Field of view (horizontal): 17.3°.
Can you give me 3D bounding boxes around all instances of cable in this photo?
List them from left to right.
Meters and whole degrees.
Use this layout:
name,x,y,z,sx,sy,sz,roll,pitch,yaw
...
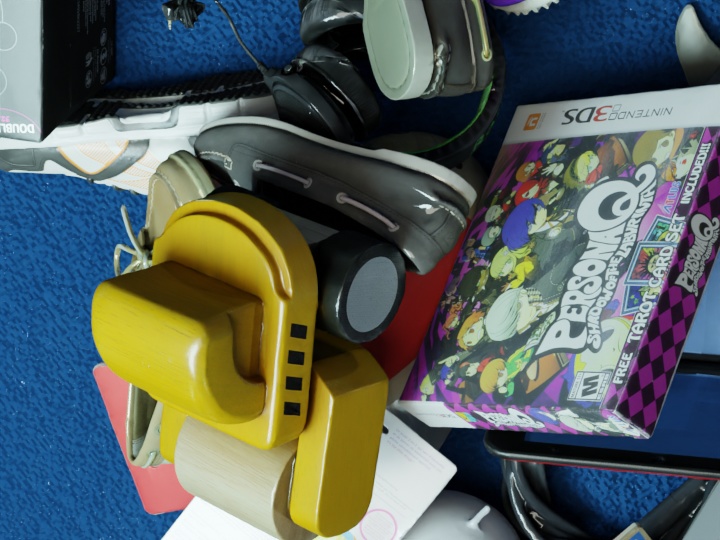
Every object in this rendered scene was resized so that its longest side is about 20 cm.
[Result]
name,x,y,z,sx,sy,sz,roll,pitch,yaw
cable,0.170,0.110,1.460,0.163,0.051,0.201,18,113,4

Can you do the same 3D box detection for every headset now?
name,x,y,z,sx,sy,sz,roll,pitch,yaw
headset,-0.014,-0.129,1.358,0.199,0.124,0.094,16,161,5

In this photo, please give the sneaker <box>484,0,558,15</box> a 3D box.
name,x,y,z,sx,sy,sz,roll,pitch,yaw
sneaker,0.101,-0.217,1.283,0.099,0.070,0.200,28,146,-16

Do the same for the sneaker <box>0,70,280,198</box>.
name,x,y,z,sx,sy,sz,roll,pitch,yaw
sneaker,-0.137,-0.070,1.460,0.199,0.074,0.080,-3,114,19

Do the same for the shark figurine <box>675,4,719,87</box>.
name,x,y,z,sx,sy,sz,roll,pitch,yaw
shark figurine,0.213,-0.125,1.318,0.128,0.090,0.215,13,118,10

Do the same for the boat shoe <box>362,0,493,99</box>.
name,x,y,z,sx,sy,sz,roll,pitch,yaw
boat shoe,0.030,-0.193,1.334,0.072,0.060,0.202,149,115,-62

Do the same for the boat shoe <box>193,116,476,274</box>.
name,x,y,z,sx,sy,sz,roll,pitch,yaw
boat shoe,-0.027,-0.042,1.333,0.200,0.057,0.067,13,158,38

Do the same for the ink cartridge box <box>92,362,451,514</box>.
name,x,y,z,sx,sy,sz,roll,pitch,yaw
ink cartridge box,-0.056,0.080,1.502,0.199,0.067,0.117,-11,108,22

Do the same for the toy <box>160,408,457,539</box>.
name,x,y,z,sx,sy,sz,roll,pitch,yaw
toy,-0.044,0.158,1.456,0.115,0.047,0.200,38,98,2

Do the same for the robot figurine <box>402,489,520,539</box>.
name,x,y,z,sx,sy,sz,roll,pitch,yaw
robot figurine,0.047,0.224,1.506,0.169,0.113,0.201,13,118,21

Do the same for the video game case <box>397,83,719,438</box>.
name,x,y,z,sx,sy,sz,roll,pitch,yaw
video game case,0.121,-0.006,1.301,0.036,0.200,0.181,34,160,-32

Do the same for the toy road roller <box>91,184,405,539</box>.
name,x,y,z,sx,sy,sz,roll,pitch,yaw
toy road roller,-0.072,0.056,1.280,0.123,0.146,0.201,22,116,36

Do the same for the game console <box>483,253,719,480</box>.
name,x,y,z,sx,sy,sz,roll,pitch,yaw
game console,0.182,0.030,1.341,0.199,0.119,0.173,5,86,14

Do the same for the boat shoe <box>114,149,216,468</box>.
name,x,y,z,sx,sy,sz,roll,pitch,yaw
boat shoe,-0.111,0.027,1.410,0.063,0.073,0.201,-13,114,-24

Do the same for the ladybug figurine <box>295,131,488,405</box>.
name,x,y,z,sx,sy,sz,roll,pitch,yaw
ladybug figurine,0.000,0.000,1.392,0.135,0.072,0.200,25,77,25

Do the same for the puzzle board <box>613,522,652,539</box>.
name,x,y,z,sx,sy,sz,roll,pitch,yaw
puzzle board,0.126,0.258,1.467,0.200,0.017,0.151,-41,129,-1

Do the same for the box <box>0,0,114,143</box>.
name,x,y,z,sx,sy,sz,roll,pitch,yaw
box,-0.261,-0.177,1.424,0.199,0.124,0.149,9,115,13

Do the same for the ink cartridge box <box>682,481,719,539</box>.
name,x,y,z,sx,sy,sz,roll,pitch,yaw
ink cartridge box,0.303,0.194,1.367,0.200,0.146,0.083,35,81,-11
